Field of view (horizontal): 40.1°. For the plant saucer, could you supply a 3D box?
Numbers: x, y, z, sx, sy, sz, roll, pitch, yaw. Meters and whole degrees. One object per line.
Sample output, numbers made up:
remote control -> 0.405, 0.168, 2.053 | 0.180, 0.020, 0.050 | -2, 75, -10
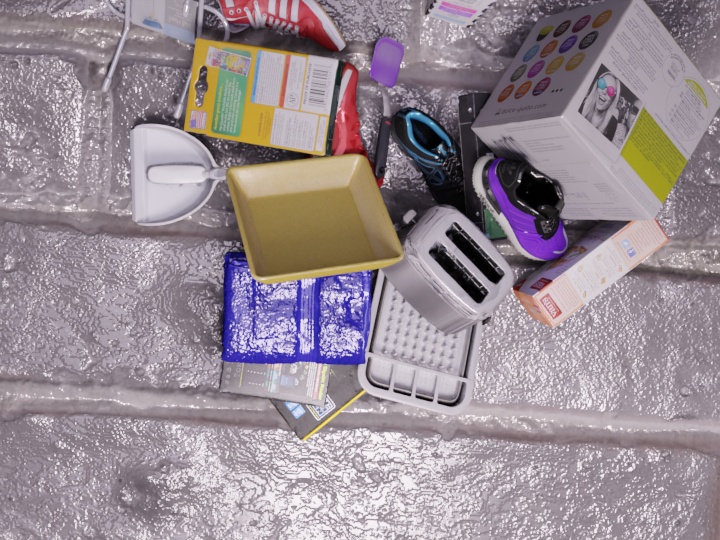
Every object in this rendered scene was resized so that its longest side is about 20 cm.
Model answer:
plant saucer -> -0.064, -0.060, 1.285 | 0.196, 0.049, 0.202 | -8, 50, -14

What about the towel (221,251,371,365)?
towel -> -0.084, 0.050, 1.290 | 0.196, 0.050, 0.151 | 1, 92, -5

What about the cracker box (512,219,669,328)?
cracker box -> 0.316, -0.007, 1.378 | 0.199, 0.134, 0.058 | -38, 95, -1

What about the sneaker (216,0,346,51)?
sneaker -> -0.120, -0.349, 1.365 | 0.200, 0.071, 0.113 | 43, 86, 3

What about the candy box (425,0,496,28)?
candy box -> 0.150, -0.430, 1.311 | 0.070, 0.200, 0.171 | 14, 92, -5

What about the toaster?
toaster -> 0.121, 0.003, 1.326 | 0.200, 0.129, 0.114 | 47, 73, -3

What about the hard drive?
hard drive -> 0.201, -0.145, 1.379 | 0.138, 0.038, 0.204 | -9, 94, -38

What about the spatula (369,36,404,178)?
spatula -> 0.033, -0.227, 1.378 | 0.056, 0.020, 0.204 | 16, 72, -44

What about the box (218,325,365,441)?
box -> -0.082, 0.114, 1.405 | 0.159, 0.049, 0.201 | -37, 95, 1

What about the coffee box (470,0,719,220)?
coffee box -> 0.306, -0.205, 1.290 | 0.199, 0.199, 0.199 | 40, 76, -24

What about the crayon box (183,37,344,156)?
crayon box -> -0.129, -0.233, 1.324 | 0.196, 0.052, 0.128 | 10, 97, 7

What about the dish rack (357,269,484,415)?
dish rack -> 0.086, 0.091, 1.390 | 0.169, 0.044, 0.204 | 15, 77, -12

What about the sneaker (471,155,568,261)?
sneaker -> 0.238, -0.077, 1.319 | 0.200, 0.099, 0.070 | 41, 66, -34

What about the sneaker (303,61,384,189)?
sneaker -> -0.013, -0.181, 1.391 | 0.114, 0.078, 0.203 | 17, 98, -17

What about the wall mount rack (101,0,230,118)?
wall mount rack -> -0.283, -0.317, 1.350 | 0.197, 0.075, 0.176 | 21, 130, 9

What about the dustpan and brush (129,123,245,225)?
dustpan and brush -> -0.226, -0.135, 1.376 | 0.196, 0.057, 0.142 | -1, 93, -3

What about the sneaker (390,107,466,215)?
sneaker -> 0.117, -0.146, 1.385 | 0.200, 0.082, 0.073 | 45, 87, -6

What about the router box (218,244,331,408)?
router box -> -0.105, 0.075, 1.346 | 0.147, 0.062, 0.204 | 9, 92, -3
